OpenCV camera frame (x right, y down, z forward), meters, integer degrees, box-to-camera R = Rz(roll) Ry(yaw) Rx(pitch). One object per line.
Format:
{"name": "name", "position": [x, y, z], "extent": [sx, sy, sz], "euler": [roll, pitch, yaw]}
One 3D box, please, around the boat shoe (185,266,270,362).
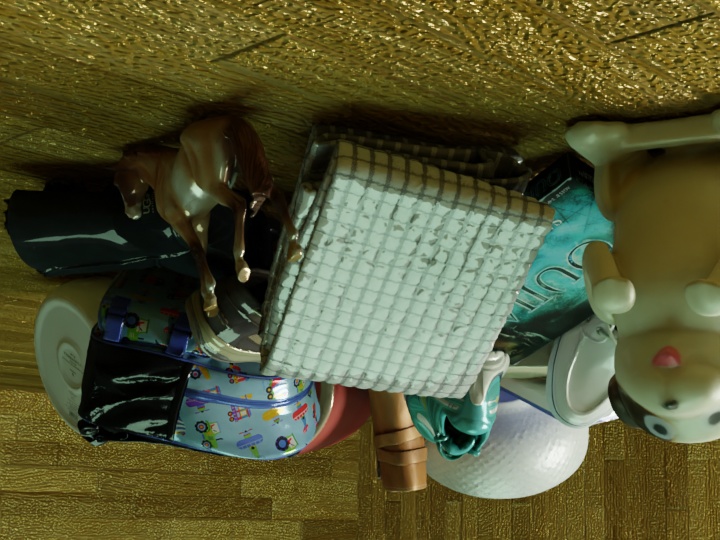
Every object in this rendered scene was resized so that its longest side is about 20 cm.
{"name": "boat shoe", "position": [-0.052, 0.039, 0.955], "extent": [0.073, 0.075, 0.199], "euler": [-34, 159, 29]}

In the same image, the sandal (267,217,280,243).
{"name": "sandal", "position": [-0.144, -0.019, 1.117], "extent": [0.074, 0.046, 0.199], "euler": [3, 156, -40]}

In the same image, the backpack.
{"name": "backpack", "position": [-0.127, 0.081, 1.029], "extent": [0.197, 0.136, 0.183], "euler": [13, -162, 3]}

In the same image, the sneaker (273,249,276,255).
{"name": "sneaker", "position": [0.000, 0.000, 1.152], "extent": [0.197, 0.080, 0.090], "euler": [6, -172, -6]}

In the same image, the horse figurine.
{"name": "horse figurine", "position": [-0.100, -0.049, 0.781], "extent": [0.049, 0.134, 0.200], "euler": [-15, 171, -33]}

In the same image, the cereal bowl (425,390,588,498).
{"name": "cereal bowl", "position": [0.145, 0.145, 1.256], "extent": [0.197, 0.084, 0.201], "euler": [-4, -148, 3]}

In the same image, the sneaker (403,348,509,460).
{"name": "sneaker", "position": [0.078, 0.125, 1.019], "extent": [0.076, 0.081, 0.200], "euler": [6, 160, -3]}

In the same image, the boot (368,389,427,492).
{"name": "boot", "position": [0.032, 0.137, 1.147], "extent": [0.076, 0.157, 0.200], "euler": [-2, 166, 0]}

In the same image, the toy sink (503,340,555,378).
{"name": "toy sink", "position": [0.137, 0.031, 1.079], "extent": [0.197, 0.132, 0.112], "euler": [-2, 169, 15]}

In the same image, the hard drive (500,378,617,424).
{"name": "hard drive", "position": [0.207, 0.103, 1.150], "extent": [0.130, 0.026, 0.200], "euler": [-10, -167, -21]}

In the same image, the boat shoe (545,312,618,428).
{"name": "boat shoe", "position": [0.211, 0.038, 0.955], "extent": [0.073, 0.202, 0.067], "euler": [25, -177, -1]}

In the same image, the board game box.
{"name": "board game box", "position": [0.138, -0.001, 0.914], "extent": [0.134, 0.028, 0.200], "euler": [25, 136, -28]}

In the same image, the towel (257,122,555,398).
{"name": "towel", "position": [0.023, -0.007, 0.826], "extent": [0.163, 0.086, 0.201], "euler": [11, 128, -12]}

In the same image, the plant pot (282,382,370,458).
{"name": "plant pot", "position": [-0.079, 0.104, 1.208], "extent": [0.197, 0.203, 0.177], "euler": [0, -176, 8]}

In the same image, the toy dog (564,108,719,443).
{"name": "toy dog", "position": [0.211, 0.012, 0.779], "extent": [0.138, 0.203, 0.194], "euler": [-1, 169, 18]}

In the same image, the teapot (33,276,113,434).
{"name": "teapot", "position": [-0.274, 0.093, 1.369], "extent": [0.145, 0.202, 0.197], "euler": [-17, 165, -42]}

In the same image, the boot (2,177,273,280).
{"name": "boot", "position": [-0.175, -0.027, 0.961], "extent": [0.166, 0.078, 0.200], "euler": [-3, 165, 17]}
